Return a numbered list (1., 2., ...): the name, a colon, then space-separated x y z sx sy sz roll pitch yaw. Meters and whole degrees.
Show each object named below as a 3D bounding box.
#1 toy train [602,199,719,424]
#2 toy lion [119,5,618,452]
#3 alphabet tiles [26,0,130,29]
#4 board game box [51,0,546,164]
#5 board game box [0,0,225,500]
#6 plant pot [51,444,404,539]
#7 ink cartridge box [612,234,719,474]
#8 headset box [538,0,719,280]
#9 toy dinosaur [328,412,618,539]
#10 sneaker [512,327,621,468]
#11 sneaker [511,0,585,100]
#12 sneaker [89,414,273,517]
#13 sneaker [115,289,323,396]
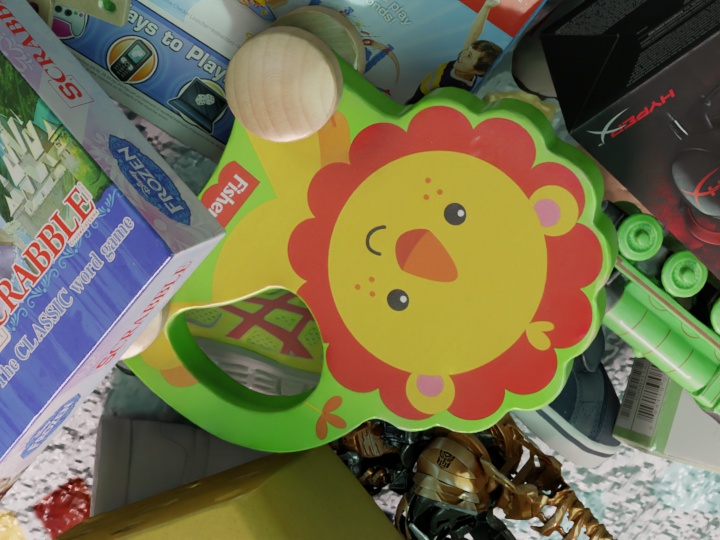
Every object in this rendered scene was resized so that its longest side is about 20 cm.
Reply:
1. toy train: 0.174 0.041 1.063 0.200 0.042 0.056 37 94 -17
2. toy lion: 0.000 0.000 0.953 0.192 0.069 0.200 40 109 0
3. alphabet tiles: -0.156 -0.187 0.914 0.166 0.006 0.201 22 119 16
4. board game box: -0.027 -0.142 0.979 0.200 0.056 0.196 32 109 -19
5. board game box: -0.182 -0.021 0.950 0.200 0.041 0.200 48 121 11
6. plant pot: -0.061 0.188 1.018 0.199 0.200 0.177 -20 92 14
7. ink cartridge box: 0.239 0.043 1.127 0.199 0.048 0.146 17 89 -20
8. headset box: 0.198 -0.066 0.985 0.148 0.075 0.200 -34 129 21
9. toy dinosaur: 0.038 0.102 1.096 0.102 0.200 0.136 -23 142 -30
10. sneaker: 0.084 0.014 1.093 0.079 0.079 0.200 -35 119 16
11. sneaker: 0.137 -0.162 1.010 0.200 0.070 0.093 -35 114 10
12. sneaker: -0.084 0.169 1.155 0.115 0.074 0.201 3 118 -10
13. sneaker: -0.021 0.016 1.036 0.199 0.078 0.091 8 90 21
